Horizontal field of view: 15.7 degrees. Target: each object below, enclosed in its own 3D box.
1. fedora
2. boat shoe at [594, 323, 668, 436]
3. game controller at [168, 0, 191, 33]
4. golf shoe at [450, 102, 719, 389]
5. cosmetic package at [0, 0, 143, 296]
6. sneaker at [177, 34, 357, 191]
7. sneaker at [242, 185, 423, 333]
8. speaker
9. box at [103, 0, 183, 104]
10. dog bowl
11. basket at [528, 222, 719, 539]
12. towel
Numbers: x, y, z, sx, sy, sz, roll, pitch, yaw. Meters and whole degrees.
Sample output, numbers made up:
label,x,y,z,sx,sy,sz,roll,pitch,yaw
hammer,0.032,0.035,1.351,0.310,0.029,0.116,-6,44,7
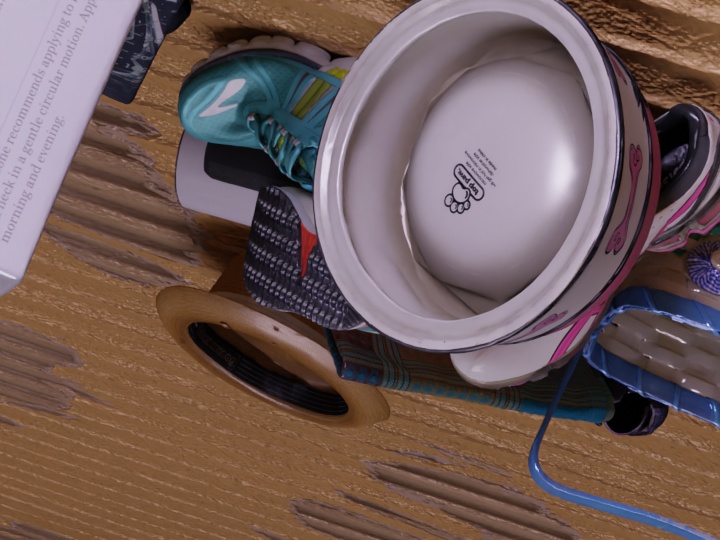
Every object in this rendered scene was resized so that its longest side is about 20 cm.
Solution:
label,x,y,z,sx,sy,sz,roll,pitch,yaw
fedora,-0.056,0.044,1.984,0.199,0.082,0.201,23,160,9
boat shoe,0.172,0.072,1.779,0.074,0.093,0.200,13,162,0
game controller,-0.200,-0.181,1.574,0.199,0.042,0.104,12,175,28
golf shoe,0.121,-0.019,1.444,0.073,0.200,0.092,45,175,27
cosmetic package,-0.238,-0.093,1.247,0.199,0.166,0.165,28,161,-15
sneaker,-0.029,-0.087,1.554,0.199,0.080,0.078,8,141,29
sneaker,0.000,0.000,1.548,0.093,0.071,0.200,10,-173,-26
speaker,-0.012,-0.053,1.649,0.199,0.082,0.081,16,162,17
box,-0.171,-0.201,1.329,0.199,0.125,0.197,23,160,-7
dog bowl,0.073,-0.050,1.397,0.199,0.202,0.074,6,174,38
basket,0.206,0.064,1.545,0.175,0.201,0.139,20,163,0
towel,0.061,0.033,1.683,0.199,0.147,0.022,12,126,-27
